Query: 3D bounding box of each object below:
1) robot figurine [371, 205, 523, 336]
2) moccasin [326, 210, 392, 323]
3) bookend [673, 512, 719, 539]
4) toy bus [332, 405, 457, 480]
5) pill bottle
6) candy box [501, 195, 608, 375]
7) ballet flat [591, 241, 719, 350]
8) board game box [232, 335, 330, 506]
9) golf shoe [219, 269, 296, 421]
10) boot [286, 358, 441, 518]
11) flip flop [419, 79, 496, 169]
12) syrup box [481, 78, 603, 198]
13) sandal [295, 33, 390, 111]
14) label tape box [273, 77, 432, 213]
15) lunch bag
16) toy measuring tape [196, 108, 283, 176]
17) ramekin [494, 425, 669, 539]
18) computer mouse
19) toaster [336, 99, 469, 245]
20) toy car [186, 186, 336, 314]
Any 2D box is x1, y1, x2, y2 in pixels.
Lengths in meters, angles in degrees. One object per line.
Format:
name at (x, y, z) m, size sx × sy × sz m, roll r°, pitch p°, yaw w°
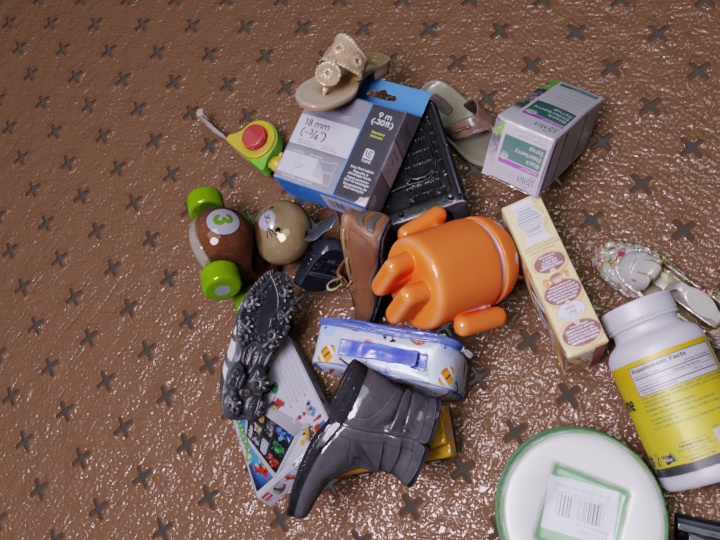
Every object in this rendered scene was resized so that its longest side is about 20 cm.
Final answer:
robot figurine at (0.110, -0.002, 0.783) m, size 0.196 × 0.119 × 0.143 m, roll -16°, pitch 28°, yaw -29°
moccasin at (-0.001, 0.001, 0.847) m, size 0.076 × 0.203 × 0.075 m, roll 18°, pitch 59°, yaw 15°
bookend at (0.357, 0.349, 0.616) m, size 0.090 × 0.199 × 0.205 m, roll 6°, pitch 73°, yaw 20°
toy bus at (0.021, 0.221, 0.818) m, size 0.196 × 0.078 × 0.067 m, roll -19°, pitch 66°, yaw 27°
pill bottle at (0.354, 0.132, 0.729) m, size 0.110 × 0.112 × 0.204 m, roll -21°, pitch 72°, yaw 9°
candy box at (0.241, 0.019, 0.808) m, size 0.054 × 0.116 × 0.204 m, roll -21°, pitch 67°, yaw 9°
ballet flat at (0.379, 0.019, 0.795) m, size 0.199 × 0.064 × 0.076 m, roll 36°, pitch 86°, yaw 25°
board game box at (-0.107, 0.191, 0.856) m, size 0.126 × 0.035 × 0.201 m, roll -40°, pitch 39°, yaw 3°
golf shoe at (-0.149, 0.096, 0.866) m, size 0.077 × 0.094 × 0.204 m, roll 23°, pitch 77°, yaw -23°
boot at (0.005, 0.216, 0.730) m, size 0.129 × 0.070 × 0.203 m, roll 27°, pitch 99°, yaw -1°
flip flop at (0.156, -0.222, 0.947) m, size 0.081 × 0.058 × 0.200 m, roll -42°, pitch 65°, yaw -1°
syrup box at (0.240, -0.177, 0.835) m, size 0.078 × 0.083 × 0.199 m, roll 28°, pitch 39°, yaw 23°
sandal at (-0.021, -0.278, 0.846) m, size 0.076 × 0.071 × 0.212 m, roll 19°, pitch 37°, yaw 21°
label tape box at (-0.009, -0.182, 0.852) m, size 0.141 × 0.063 × 0.204 m, roll 19°, pitch 79°, yaw 22°
lunch bag at (0.045, 0.111, 0.813) m, size 0.195 × 0.160 × 0.077 m, roll 6°, pitch 75°, yaw 19°
toy measuring tape at (-0.186, -0.226, 1.049) m, size 0.199 × 0.074 × 0.074 m, roll 40°, pitch 86°, yaw 24°
ramekin at (0.248, 0.276, 0.728) m, size 0.195 × 0.098 × 0.205 m, roll -5°, pitch 71°, yaw 15°
computer mouse at (-0.083, 0.029, 0.906) m, size 0.201 × 0.058 × 0.034 m, roll -53°, pitch 46°, yaw 25°
toaster at (0.047, -0.131, 0.917) m, size 0.177 × 0.119 × 0.204 m, roll -18°, pitch 67°, yaw 9°
toy car at (-0.129, -0.058, 0.917) m, size 0.197 × 0.158 × 0.167 m, roll -28°, pitch 56°, yaw 12°
